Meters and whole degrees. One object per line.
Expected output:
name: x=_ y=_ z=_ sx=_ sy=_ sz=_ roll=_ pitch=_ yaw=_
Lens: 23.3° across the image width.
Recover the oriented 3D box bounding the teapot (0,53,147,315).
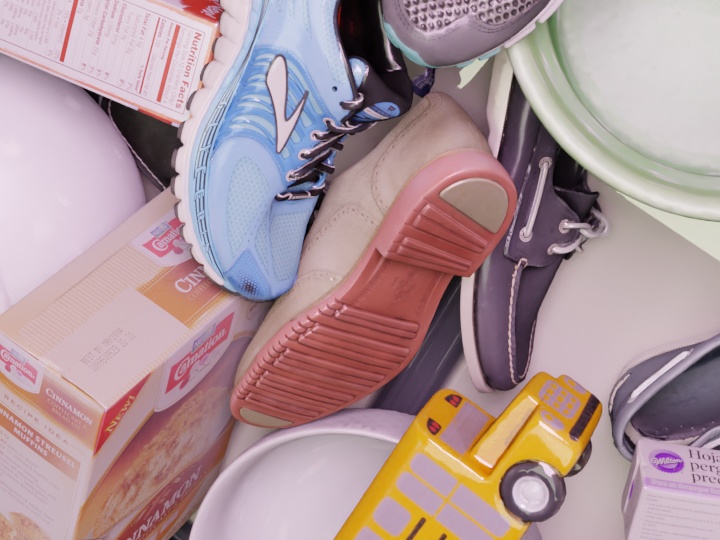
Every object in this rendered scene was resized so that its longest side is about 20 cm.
teapot: x=-0.215 y=-0.017 z=0.906 sx=0.200 sy=0.146 sz=0.197 roll=41 pitch=130 yaw=-4

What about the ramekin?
ramekin: x=0.159 y=-0.119 z=0.762 sx=0.197 sy=0.098 sz=0.203 roll=0 pitch=88 yaw=6

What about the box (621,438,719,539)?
box: x=0.226 y=0.120 z=0.838 sx=0.197 sy=0.039 sz=0.042 roll=8 pitch=123 yaw=0

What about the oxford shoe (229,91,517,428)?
oxford shoe: x=0.000 y=0.000 z=0.853 sx=0.200 sy=0.070 sz=0.074 roll=-46 pitch=43 yaw=27

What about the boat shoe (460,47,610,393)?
boat shoe: x=0.091 y=-0.032 z=0.857 sx=0.062 sy=0.073 sz=0.202 roll=10 pitch=104 yaw=17

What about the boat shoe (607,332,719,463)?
boat shoe: x=0.210 y=0.048 z=0.843 sx=0.198 sy=0.062 sz=0.073 roll=-22 pitch=98 yaw=24

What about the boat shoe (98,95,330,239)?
boat shoe: x=-0.061 y=-0.040 z=0.915 sx=0.199 sy=0.057 sz=0.069 roll=37 pitch=115 yaw=5

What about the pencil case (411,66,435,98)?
pencil case: x=-0.014 y=-0.182 z=0.842 sx=0.200 sy=0.094 sz=0.091 roll=42 pitch=89 yaw=6

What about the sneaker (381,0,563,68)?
sneaker: x=0.078 y=-0.165 z=0.677 sx=0.077 sy=0.091 sz=0.200 roll=42 pitch=93 yaw=7

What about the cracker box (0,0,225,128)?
cracker box: x=-0.138 y=-0.142 z=0.870 sx=0.198 sy=0.134 sz=0.058 roll=23 pitch=111 yaw=11

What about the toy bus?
toy bus: x=0.034 y=0.130 z=0.839 sx=0.078 sy=0.065 sz=0.201 roll=36 pitch=114 yaw=8

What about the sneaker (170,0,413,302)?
sneaker: x=-0.024 y=-0.073 z=0.783 sx=0.089 sy=0.078 sz=0.202 roll=22 pitch=116 yaw=22

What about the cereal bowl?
cereal bowl: x=0.011 y=0.163 z=0.937 sx=0.198 sy=0.083 sz=0.203 roll=6 pitch=108 yaw=17

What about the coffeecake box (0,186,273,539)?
coffeecake box: x=-0.124 y=0.075 z=0.886 sx=0.073 sy=0.153 sz=0.201 roll=33 pitch=133 yaw=14
